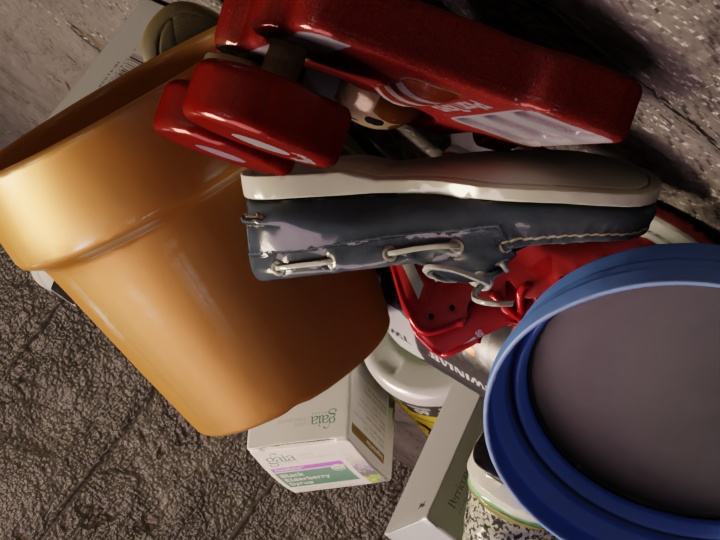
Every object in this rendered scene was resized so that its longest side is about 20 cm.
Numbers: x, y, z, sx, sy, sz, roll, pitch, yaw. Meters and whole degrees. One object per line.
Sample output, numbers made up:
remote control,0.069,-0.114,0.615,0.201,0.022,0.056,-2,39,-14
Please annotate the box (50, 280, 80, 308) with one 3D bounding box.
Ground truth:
box,-0.089,-0.025,1.073,0.200,0.143,0.036,17,-173,-46

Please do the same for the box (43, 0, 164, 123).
box,-0.104,-0.070,1.135,0.097,0.125,0.200,28,167,44

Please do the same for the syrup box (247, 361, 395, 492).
syrup box,-0.023,0.054,1.199,0.078,0.201,0.081,-10,148,22

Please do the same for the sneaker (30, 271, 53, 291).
sneaker,-0.152,0.003,1.112,0.080,0.071,0.200,24,173,23

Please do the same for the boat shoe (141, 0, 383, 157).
boat shoe,-0.051,-0.088,1.012,0.201,0.072,0.066,42,-165,-11

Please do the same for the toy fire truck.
toy fire truck,0.011,-0.087,0.710,0.167,0.113,0.200,20,176,-14

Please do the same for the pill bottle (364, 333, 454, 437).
pill bottle,0.085,0.077,1.199,0.114,0.114,0.200,31,170,33

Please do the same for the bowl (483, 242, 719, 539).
bowl,0.158,0.070,0.770,0.200,0.039,0.201,9,132,11

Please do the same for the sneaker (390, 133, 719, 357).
sneaker,0.097,0.015,0.820,0.200,0.116,0.078,31,169,36

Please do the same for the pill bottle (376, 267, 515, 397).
pill bottle,0.083,0.019,0.928,0.200,0.106,0.106,30,169,37

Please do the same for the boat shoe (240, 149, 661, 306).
boat shoe,0.039,-0.020,0.766,0.199,0.062,0.075,-1,-166,12

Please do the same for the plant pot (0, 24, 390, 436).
plant pot,-0.081,-0.019,0.893,0.184,0.200,0.200,61,165,-14

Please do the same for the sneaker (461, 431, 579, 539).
sneaker,0.095,0.131,0.935,0.077,0.089,0.200,31,-167,21

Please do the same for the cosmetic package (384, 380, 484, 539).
cosmetic package,0.118,0.124,1.040,0.151,0.200,0.052,41,142,-16
